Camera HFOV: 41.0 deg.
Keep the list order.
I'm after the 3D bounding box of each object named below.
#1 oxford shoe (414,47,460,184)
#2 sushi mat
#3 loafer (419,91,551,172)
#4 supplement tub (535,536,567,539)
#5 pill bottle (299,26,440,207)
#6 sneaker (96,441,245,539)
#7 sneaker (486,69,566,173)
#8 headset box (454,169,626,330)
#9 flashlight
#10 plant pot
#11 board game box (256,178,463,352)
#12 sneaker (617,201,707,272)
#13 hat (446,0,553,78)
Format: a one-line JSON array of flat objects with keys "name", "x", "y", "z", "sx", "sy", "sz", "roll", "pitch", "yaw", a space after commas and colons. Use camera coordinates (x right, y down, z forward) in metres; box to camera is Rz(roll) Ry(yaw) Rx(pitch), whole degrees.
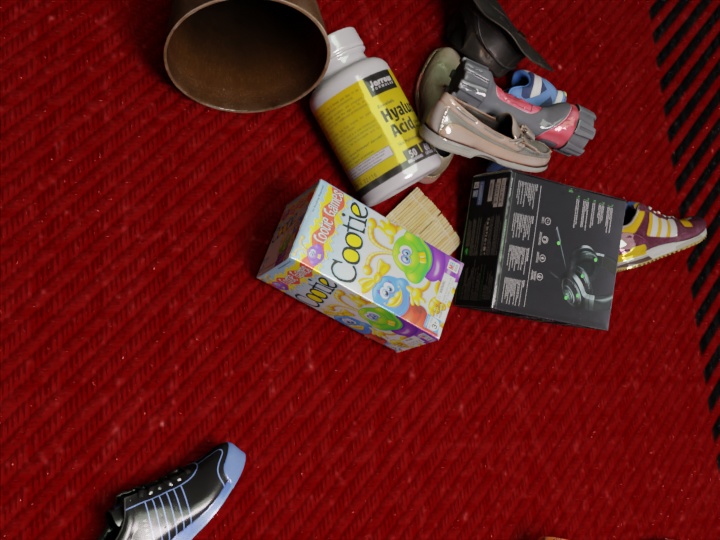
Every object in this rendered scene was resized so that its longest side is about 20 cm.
[{"name": "oxford shoe", "x": 0.113, "y": -0.213, "z": 1.264, "sx": 0.070, "sy": 0.074, "sz": 0.201, "roll": 16, "pitch": 68, "yaw": -20}, {"name": "sushi mat", "x": 0.042, "y": -0.013, "z": 1.204, "sx": 0.096, "sy": 0.012, "sz": 0.200, "roll": 50, "pitch": 60, "yaw": -7}, {"name": "loafer", "x": 0.164, "y": -0.166, "z": 1.169, "sx": 0.199, "sy": 0.063, "sz": 0.072, "roll": 7, "pitch": 28, "yaw": -35}, {"name": "supplement tub", "x": 0.225, "y": 0.422, "z": 1.114, "sx": 0.122, "sy": 0.122, "sz": 0.201, "roll": 28, "pitch": 64, "yaw": -18}, {"name": "pill bottle", "x": 0.006, "y": -0.189, "z": 1.180, "sx": 0.111, "sy": 0.111, "sz": 0.201, "roll": -30, "pitch": 90, "yaw": -31}, {"name": "sneaker", "x": -0.201, "y": 0.239, "z": 0.971, "sx": 0.078, "sy": 0.070, "sz": 0.200, "roll": 49, "pitch": 60, "yaw": -15}, {"name": "sneaker", "x": 0.209, "y": -0.197, "z": 1.315, "sx": 0.082, "sy": 0.074, "sz": 0.200, "roll": 40, "pitch": 53, "yaw": -11}, {"name": "headset box", "x": 0.239, "y": -0.022, "z": 1.243, "sx": 0.199, "sy": 0.093, "sz": 0.176, "roll": 10, "pitch": 86, "yaw": -24}, {"name": "flashlight", "x": 0.207, "y": -0.212, "z": 1.238, "sx": 0.199, "sy": 0.068, "sz": 0.068, "roll": 23, "pitch": 33, "yaw": -19}, {"name": "plant pot", "x": -0.136, "y": -0.321, "z": 1.120, "sx": 0.186, "sy": 0.187, "sz": 0.201, "roll": 9, "pitch": 56, "yaw": -26}, {"name": "board game box", "x": 0.000, "y": 0.000, "z": 1.111, "sx": 0.199, "sy": 0.105, "sz": 0.104, "roll": 29, "pitch": 65, "yaw": -18}, {"name": "sneaker", "x": 0.419, "y": -0.064, "z": 1.385, "sx": 0.199, "sy": 0.075, "sz": 0.091, "roll": -20, "pitch": 91, "yaw": -32}, {"name": "hat", "x": 0.168, "y": -0.318, "z": 1.312, "sx": 0.200, "sy": 0.081, "sz": 0.201, "roll": 38, "pitch": 22, "yaw": -19}]
